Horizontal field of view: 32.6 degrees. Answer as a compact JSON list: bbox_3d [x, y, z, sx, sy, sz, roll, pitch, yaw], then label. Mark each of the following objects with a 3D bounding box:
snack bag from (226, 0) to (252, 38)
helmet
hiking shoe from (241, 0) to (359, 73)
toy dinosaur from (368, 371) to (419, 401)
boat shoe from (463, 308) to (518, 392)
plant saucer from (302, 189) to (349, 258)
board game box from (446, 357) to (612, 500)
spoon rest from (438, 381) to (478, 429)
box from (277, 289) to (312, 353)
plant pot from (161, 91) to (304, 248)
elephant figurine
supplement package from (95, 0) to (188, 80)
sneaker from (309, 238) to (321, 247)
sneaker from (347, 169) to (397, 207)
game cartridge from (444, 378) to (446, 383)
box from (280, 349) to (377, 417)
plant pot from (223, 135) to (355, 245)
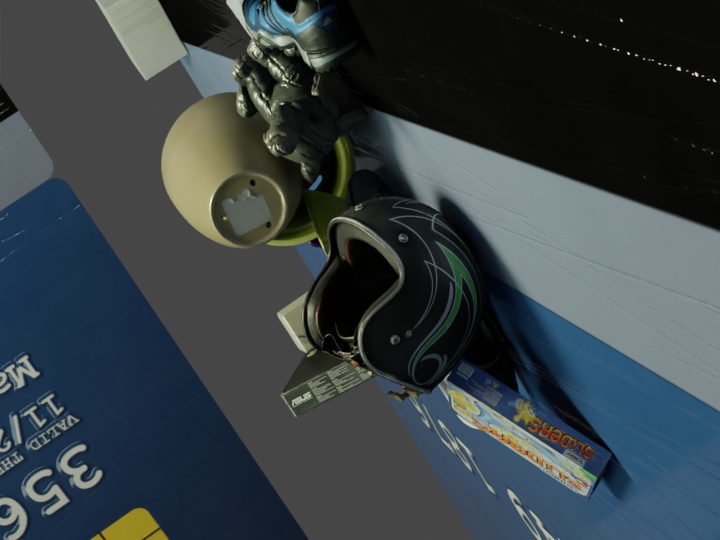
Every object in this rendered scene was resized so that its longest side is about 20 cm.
[{"bbox_3d":[-0.134,-0.336,1.638,0.201,0.021,0.189,54,172,16],"label":"snack bag"},{"bbox_3d":[0.042,0.021,1.351,0.198,0.193,0.200,22,175,2],"label":"helmet"},{"bbox_3d":[-0.069,-0.279,1.297,0.200,0.074,0.087,33,150,50],"label":"hiking shoe"},{"bbox_3d":[0.068,0.105,1.482,0.058,0.102,0.200,0,148,47],"label":"toy dinosaur"},{"bbox_3d":[0.145,0.107,1.496,0.063,0.073,0.202,41,165,54],"label":"boat shoe"},{"bbox_3d":[0.000,0.000,1.551,0.201,0.048,0.200,62,-178,-24],"label":"plant saucer"},{"bbox_3d":[0.191,0.184,1.420,0.199,0.035,0.136,32,166,17],"label":"board game box"},{"bbox_3d":[0.146,0.169,1.770,0.099,0.061,0.200,23,-165,-39],"label":"spoon rest"},{"bbox_3d":[-0.021,0.036,1.793,0.069,0.199,0.082,56,173,-5],"label":"box"},{"bbox_3d":[-0.146,-0.103,1.502,0.188,0.186,0.200,59,-179,-23],"label":"plant pot"},{"bbox_3d":[-0.065,-0.170,1.409,0.142,0.153,0.201,99,150,-47],"label":"elephant figurine"},{"bbox_3d":[-0.490,-0.549,2.734,0.117,0.116,0.201,48,168,48],"label":"supplement package"},{"bbox_3d":[-0.047,-0.066,1.919,0.075,0.087,0.200,54,172,14],"label":"sneaker"},{"bbox_3d":[0.053,-0.062,1.506,0.201,0.074,0.088,61,143,27],"label":"sneaker"},{"bbox_3d":[0.112,0.101,1.639,0.201,0.040,0.133,60,169,-26],"label":"game cartridge"},{"bbox_3d":[-0.002,0.111,1.759,0.048,0.199,0.193,58,-157,-10],"label":"box"},{"bbox_3d":[-0.105,-0.144,1.711,0.201,0.199,0.184,57,-176,-6],"label":"plant pot"}]
